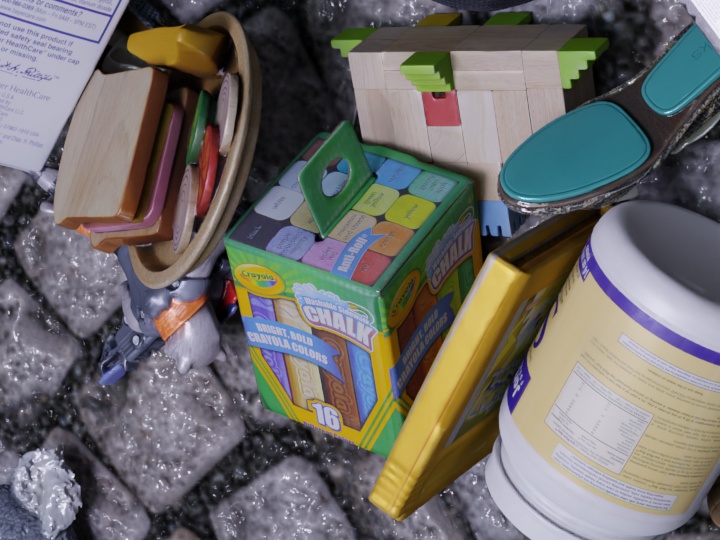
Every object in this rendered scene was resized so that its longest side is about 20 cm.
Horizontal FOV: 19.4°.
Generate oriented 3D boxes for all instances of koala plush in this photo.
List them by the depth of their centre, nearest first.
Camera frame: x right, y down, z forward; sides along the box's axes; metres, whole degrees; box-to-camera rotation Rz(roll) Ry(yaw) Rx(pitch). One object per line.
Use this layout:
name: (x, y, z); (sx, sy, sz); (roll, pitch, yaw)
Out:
koala plush: (-0.251, 0.253, 1.620); (0.177, 0.183, 0.201); (-47, 58, 41)

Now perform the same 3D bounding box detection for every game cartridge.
game cartridge: (0.088, 0.057, 1.353); (0.032, 0.176, 0.201); (32, 117, 17)

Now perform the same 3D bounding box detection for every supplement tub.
supplement tub: (0.174, 0.074, 1.327); (0.145, 0.145, 0.201); (35, 118, 16)

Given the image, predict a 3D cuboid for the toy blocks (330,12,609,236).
toy blocks: (0.079, -0.087, 1.379); (0.198, 0.100, 0.138); (2, 116, 29)

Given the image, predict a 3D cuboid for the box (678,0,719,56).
box: (0.197, -0.219, 1.229); (0.043, 0.160, 0.201); (-39, 83, 31)

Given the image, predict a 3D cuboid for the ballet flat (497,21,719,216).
ballet flat: (0.177, -0.087, 1.297); (0.199, 0.075, 0.068); (-37, 58, 2)

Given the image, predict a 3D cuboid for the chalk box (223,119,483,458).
chalk box: (0.000, 0.000, 1.369); (0.123, 0.125, 0.201); (19, 140, 27)

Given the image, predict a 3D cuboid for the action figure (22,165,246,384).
action figure: (-0.169, 0.002, 1.524); (0.194, 0.104, 0.200); (50, 119, 19)

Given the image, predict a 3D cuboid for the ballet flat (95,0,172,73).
ballet flat: (-0.174, -0.164, 1.499); (0.199, 0.074, 0.075); (34, 117, 17)

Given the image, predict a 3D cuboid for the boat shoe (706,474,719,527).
boat shoe: (0.288, 0.082, 1.322); (0.064, 0.072, 0.201); (17, 111, -16)

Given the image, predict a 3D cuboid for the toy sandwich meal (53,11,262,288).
toy sandwich meal: (-0.133, -0.084, 1.377); (0.205, 0.070, 0.207); (-41, 41, 50)

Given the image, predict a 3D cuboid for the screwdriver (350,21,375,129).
screwdriver: (-0.012, -0.076, 1.460); (0.029, 0.028, 0.202); (30, 117, 51)

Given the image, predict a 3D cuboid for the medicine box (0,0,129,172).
medicine box: (-0.248, -0.205, 1.455); (0.201, 0.102, 0.183); (-58, 41, 23)

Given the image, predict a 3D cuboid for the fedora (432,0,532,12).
fedora: (0.079, -0.224, 1.319); (0.200, 0.201, 0.092); (31, 152, 17)
